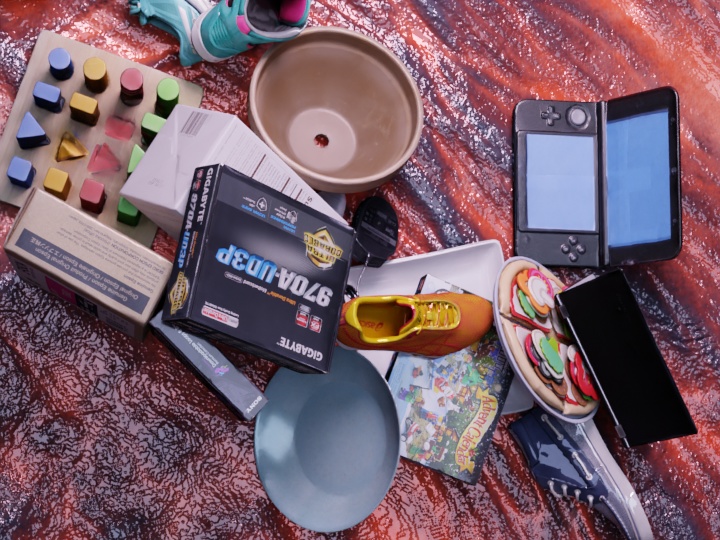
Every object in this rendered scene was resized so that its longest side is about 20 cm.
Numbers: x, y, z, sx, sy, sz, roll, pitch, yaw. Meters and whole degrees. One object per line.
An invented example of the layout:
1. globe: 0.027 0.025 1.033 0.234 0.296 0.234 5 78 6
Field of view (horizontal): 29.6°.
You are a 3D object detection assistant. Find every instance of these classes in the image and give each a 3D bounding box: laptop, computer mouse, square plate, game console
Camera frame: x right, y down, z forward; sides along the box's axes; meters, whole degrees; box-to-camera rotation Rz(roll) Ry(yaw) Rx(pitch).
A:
1. laptop: 0.310 0.087 1.516 0.115 0.199 0.189 -26 88 30
2. computer mouse: 0.000 0.000 1.541 0.058 0.034 0.202 32 53 -21
3. square plate: 0.087 0.080 1.579 0.195 0.028 0.203 -11 85 -11
4. game console: 0.271 -0.109 1.587 0.170 0.119 0.203 2 82 -9

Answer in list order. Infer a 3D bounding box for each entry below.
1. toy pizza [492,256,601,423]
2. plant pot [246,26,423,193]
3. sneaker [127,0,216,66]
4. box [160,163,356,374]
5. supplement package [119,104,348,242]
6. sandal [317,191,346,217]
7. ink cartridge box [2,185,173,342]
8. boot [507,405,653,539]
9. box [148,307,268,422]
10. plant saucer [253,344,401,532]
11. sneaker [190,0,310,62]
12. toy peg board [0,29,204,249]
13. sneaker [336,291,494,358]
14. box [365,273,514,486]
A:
1. toy pizza: 0.219 0.074 1.536 0.199 0.032 0.202 32 43 -37
2. plant pot: -0.035 -0.166 1.543 0.198 0.093 0.204 6 64 -12
3. sneaker: -0.236 -0.321 1.555 0.080 0.078 0.200 -42 91 -3
4. box: -0.099 0.002 1.381 0.199 0.046 0.161 26 69 -41
5. supplement package: -0.134 -0.067 1.468 0.200 0.121 0.121 43 73 -38
6. sandal: -0.053 0.004 1.544 0.059 0.078 0.209 44 60 -38
7. ink cartridge box: -0.283 0.000 1.440 0.163 0.200 0.076 28 79 -4
8. boot: 0.252 0.243 1.570 0.090 0.073 0.202 -28 79 -6
9. box: -0.162 0.100 1.447 0.143 0.200 0.036 45 82 -2
10. plant saucer: -0.029 0.184 1.501 0.199 0.038 0.204 -5 81 35
11. sneaker: -0.092 -0.310 1.522 0.200 0.120 0.084 -50 118 -34
12. toy peg board: -0.294 -0.152 1.510 0.197 0.098 0.203 19 80 -7
13. sneaker: 0.065 0.058 1.477 0.197 0.077 0.074 -5 82 -28
14. box: 0.099 0.123 1.541 0.135 0.038 0.202 22 80 -6
